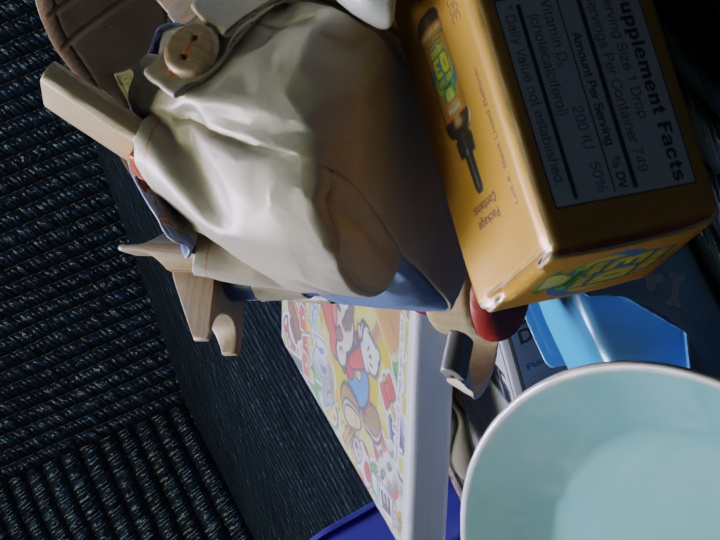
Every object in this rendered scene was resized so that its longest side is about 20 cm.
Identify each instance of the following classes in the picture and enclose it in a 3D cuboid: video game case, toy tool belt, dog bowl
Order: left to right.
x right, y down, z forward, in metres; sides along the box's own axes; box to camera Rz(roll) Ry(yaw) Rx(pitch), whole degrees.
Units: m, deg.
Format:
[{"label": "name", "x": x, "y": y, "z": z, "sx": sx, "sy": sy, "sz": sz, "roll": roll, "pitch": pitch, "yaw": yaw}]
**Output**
[{"label": "toy tool belt", "x": -0.024, "y": -0.029, "z": 0.870, "sx": 0.200, "sy": 0.122, "sz": 0.125, "roll": 42, "pitch": -123, "yaw": -60}, {"label": "video game case", "x": 0.000, "y": 0.000, "z": 1.110, "sx": 0.182, "sy": 0.023, "sz": 0.201, "roll": -123, "pitch": 27, "yaw": -51}, {"label": "dog bowl", "x": 0.116, "y": 0.048, "z": 0.926, "sx": 0.112, "sy": 0.049, "sz": 0.201, "roll": 99, "pitch": 147, "yaw": -74}]

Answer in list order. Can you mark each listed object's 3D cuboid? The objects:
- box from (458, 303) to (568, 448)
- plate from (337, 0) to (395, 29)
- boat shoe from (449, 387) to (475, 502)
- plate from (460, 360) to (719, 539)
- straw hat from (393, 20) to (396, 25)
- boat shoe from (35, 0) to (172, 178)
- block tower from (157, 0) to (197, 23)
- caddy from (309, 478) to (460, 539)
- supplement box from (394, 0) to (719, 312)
[{"label": "box", "x": 0.085, "y": 0.055, "z": 1.091, "sx": 0.117, "sy": 0.060, "sz": 0.201, "roll": -126, "pitch": 16, "yaw": -57}, {"label": "plate", "x": -0.027, "y": -0.201, "z": 0.811, "sx": 0.200, "sy": 0.032, "sz": 0.200, "roll": -130, "pitch": 39, "yaw": -62}, {"label": "boat shoe", "x": 0.057, "y": 0.035, "z": 1.181, "sx": 0.076, "sy": 0.072, "sz": 0.200, "roll": -105, "pitch": -6, "yaw": -48}, {"label": "plate", "x": 0.124, "y": 0.116, "z": 0.848, "sx": 0.200, "sy": 0.026, "sz": 0.201, "roll": 20, "pitch": 128, "yaw": 28}, {"label": "straw hat", "x": -0.003, "y": -0.118, "z": 0.938, "sx": 0.201, "sy": 0.085, "sz": 0.201, "roll": 55, "pitch": -175, "yaw": -8}, {"label": "boat shoe", "x": -0.119, "y": -0.129, "z": 1.209, "sx": 0.076, "sy": 0.071, "sz": 0.200, "roll": -97, "pitch": -5, "yaw": -45}, {"label": "block tower", "x": -0.046, "y": -0.107, "z": 1.066, "sx": 0.054, "sy": 0.058, "sz": 0.200, "roll": 47, "pitch": -177, "yaw": -39}, {"label": "caddy", "x": 0.040, "y": 0.190, "z": 1.303, "sx": 0.105, "sy": 0.200, "sz": 0.142, "roll": 16, "pitch": 128, "yaw": 58}, {"label": "supplement box", "x": 0.050, "y": -0.093, "z": 0.785, "sx": 0.067, "sy": 0.069, "sz": 0.201, "roll": 135, "pitch": 124, "yaw": -66}]
